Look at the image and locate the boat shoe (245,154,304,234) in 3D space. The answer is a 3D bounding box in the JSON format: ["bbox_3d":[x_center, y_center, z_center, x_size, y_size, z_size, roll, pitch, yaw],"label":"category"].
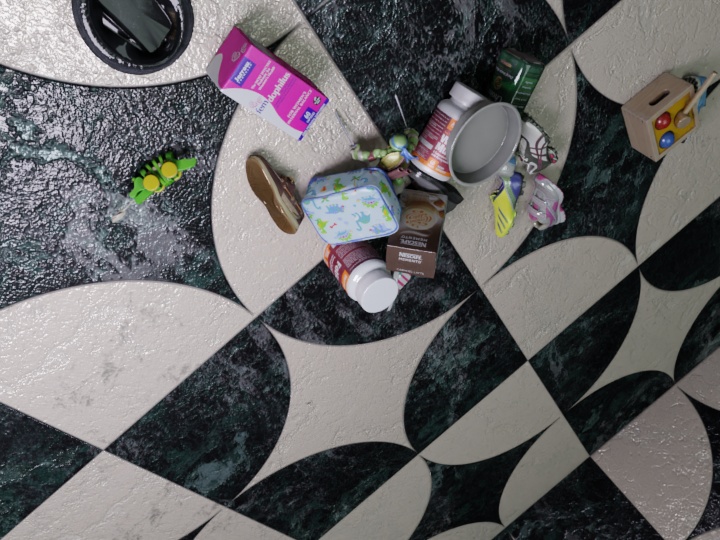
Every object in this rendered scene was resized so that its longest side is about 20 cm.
[{"bbox_3d":[-0.174,-0.171,1.458,0.072,0.072,0.201,-53,132,-29],"label":"boat shoe"}]

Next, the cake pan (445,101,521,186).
[{"bbox_3d":[0.266,-0.282,1.513,0.198,0.037,0.202,-21,136,-22],"label":"cake pan"}]

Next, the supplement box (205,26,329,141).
[{"bbox_3d":[-0.172,-0.345,1.284,0.199,0.104,0.102,26,109,-41],"label":"supplement box"}]

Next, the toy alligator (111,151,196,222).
[{"bbox_3d":[-0.405,-0.171,1.309,0.199,0.059,0.055,-36,94,-2],"label":"toy alligator"}]

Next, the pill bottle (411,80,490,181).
[{"bbox_3d":[0.202,-0.313,1.549,0.109,0.110,0.201,13,117,-39],"label":"pill bottle"}]

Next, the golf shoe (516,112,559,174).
[{"bbox_3d":[0.431,-0.314,1.727,0.088,0.078,0.200,-38,136,9],"label":"golf shoe"}]

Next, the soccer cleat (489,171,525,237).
[{"bbox_3d":[0.377,-0.177,1.824,0.083,0.065,0.202,6,130,-1],"label":"soccer cleat"}]

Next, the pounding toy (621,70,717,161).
[{"bbox_3d":[0.835,-0.426,1.844,0.199,0.142,0.184,-38,133,2],"label":"pounding toy"}]

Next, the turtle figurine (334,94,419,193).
[{"bbox_3d":[0.053,-0.266,1.517,0.144,0.199,0.195,-43,162,-28],"label":"turtle figurine"}]

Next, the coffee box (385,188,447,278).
[{"bbox_3d":[0.130,-0.088,1.566,0.113,0.201,0.080,9,136,7],"label":"coffee box"}]

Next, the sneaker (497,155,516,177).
[{"bbox_3d":[0.294,-0.272,1.685,0.198,0.072,0.074,2,89,-27],"label":"sneaker"}]

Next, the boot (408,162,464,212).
[{"bbox_3d":[0.152,-0.169,1.667,0.199,0.070,0.132,29,114,-37],"label":"boot"}]

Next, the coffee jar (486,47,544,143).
[{"bbox_3d":[0.336,-0.395,1.576,0.084,0.104,0.202,-2,125,-32],"label":"coffee jar"}]

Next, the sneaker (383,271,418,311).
[{"bbox_3d":[0.121,0.016,1.785,0.119,0.084,0.202,0,124,-21],"label":"sneaker"}]

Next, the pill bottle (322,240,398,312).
[{"bbox_3d":[0.000,0.000,1.602,0.113,0.200,0.115,-17,132,-20],"label":"pill bottle"}]

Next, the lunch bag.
[{"bbox_3d":[-0.017,-0.136,1.500,0.198,0.083,0.161,-10,134,27],"label":"lunch bag"}]

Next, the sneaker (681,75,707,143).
[{"bbox_3d":[0.943,-0.455,1.949,0.089,0.078,0.202,-20,133,-23],"label":"sneaker"}]

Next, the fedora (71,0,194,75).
[{"bbox_3d":[-0.368,-0.421,1.100,0.199,0.092,0.202,-18,132,-21],"label":"fedora"}]

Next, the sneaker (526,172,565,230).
[{"bbox_3d":[0.499,-0.178,1.874,0.088,0.081,0.201,-36,135,-5],"label":"sneaker"}]
